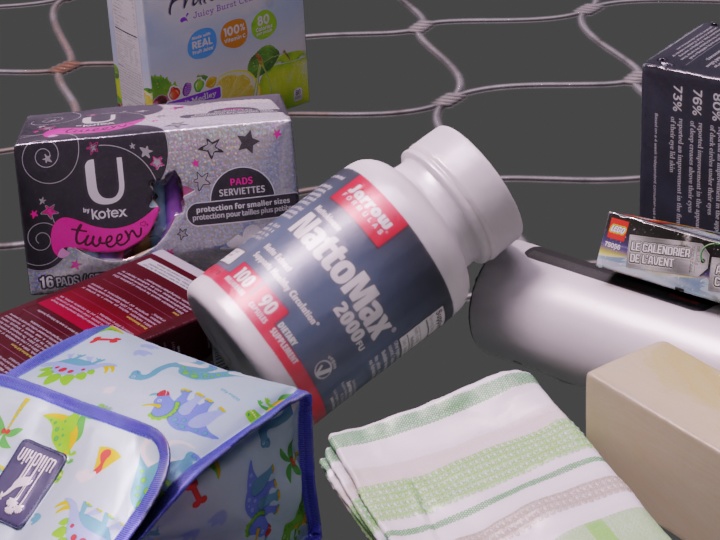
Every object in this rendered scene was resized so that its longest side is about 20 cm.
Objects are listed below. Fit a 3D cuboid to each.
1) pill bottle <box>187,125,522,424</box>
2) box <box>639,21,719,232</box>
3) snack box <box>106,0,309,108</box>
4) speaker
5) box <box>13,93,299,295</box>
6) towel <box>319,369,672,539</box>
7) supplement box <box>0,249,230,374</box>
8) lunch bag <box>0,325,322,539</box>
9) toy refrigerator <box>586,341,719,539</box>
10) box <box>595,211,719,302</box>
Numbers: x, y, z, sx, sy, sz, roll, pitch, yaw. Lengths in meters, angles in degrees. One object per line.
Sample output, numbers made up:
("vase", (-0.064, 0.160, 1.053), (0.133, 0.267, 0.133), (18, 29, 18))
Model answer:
("pill bottle", (0.000, 0.000, 1.229), (0.200, 0.120, 0.119), (-38, 37, -12))
("box", (0.310, -0.081, 1.388), (0.199, 0.149, 0.104), (17, 33, 32))
("snack box", (-0.132, -0.222, 1.654), (0.168, 0.201, 0.068), (-23, 33, -32))
("speaker", (0.171, 0.044, 1.238), (0.199, 0.082, 0.081), (19, 35, 37))
("box", (-0.147, -0.060, 1.408), (0.198, 0.116, 0.132), (-6, 14, -5))
("towel", (0.074, 0.130, 1.113), (0.148, 0.031, 0.200), (-22, 31, -12))
("supplement box", (-0.180, 0.058, 1.271), (0.199, 0.061, 0.109), (-22, 32, -33))
("lunch bag", (-0.146, 0.124, 1.066), (0.169, 0.128, 0.200), (15, 33, 36))
("toy refrigerator", (0.219, 0.117, 1.093), (0.070, 0.076, 0.200), (-20, 31, -29))
("box", (0.261, 0.003, 1.256), (0.136, 0.040, 0.199), (17, 6, 34))
